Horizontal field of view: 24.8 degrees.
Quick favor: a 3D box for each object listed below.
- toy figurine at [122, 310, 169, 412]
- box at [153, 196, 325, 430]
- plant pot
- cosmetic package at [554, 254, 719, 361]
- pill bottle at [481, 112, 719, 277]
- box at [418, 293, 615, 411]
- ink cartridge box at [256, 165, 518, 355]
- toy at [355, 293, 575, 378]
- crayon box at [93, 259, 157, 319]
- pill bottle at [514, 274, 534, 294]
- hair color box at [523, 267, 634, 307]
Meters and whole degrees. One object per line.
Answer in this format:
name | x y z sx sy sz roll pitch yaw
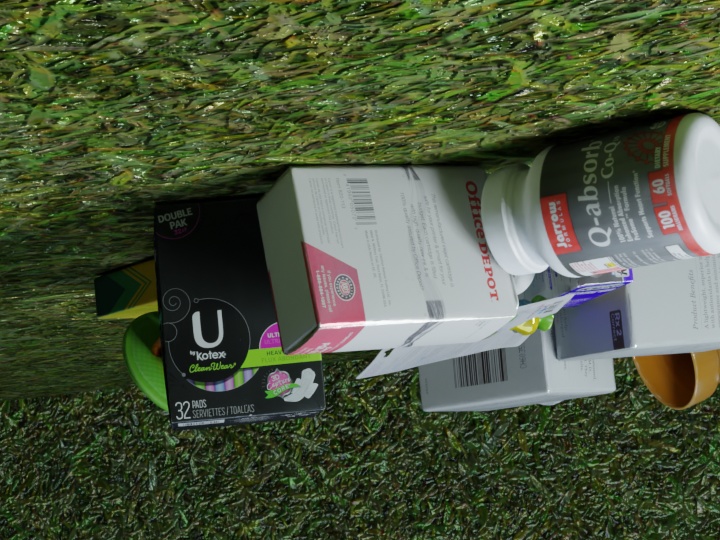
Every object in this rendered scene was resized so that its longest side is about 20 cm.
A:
toy figurine | -0.129 0.037 1.717 0.199 0.150 0.185 -25 157 -54
box | -0.116 0.041 1.539 0.147 0.203 0.124 -4 172 -7
plant pot | 0.598 0.118 2.869 0.182 0.202 0.200 -20 178 -22
cosmetic package | 0.327 0.005 1.773 0.198 0.167 0.165 -2 172 -22
pill bottle | 0.209 -0.057 1.377 0.198 0.117 0.115 -11 171 34
box | 0.175 0.056 1.910 0.198 0.203 0.130 -13 168 43
ink cartridge box | 0.023 -0.009 1.428 0.198 0.148 0.083 -2 160 -28
toy | 0.096 0.048 1.566 0.198 0.048 0.115 -6 155 -31
crayon box | -0.203 0.017 1.881 0.126 0.051 0.199 0 172 -39
pill bottle | 0.076 -0.015 1.617 0.198 0.113 0.110 0 171 -37
hair color box | 0.213 -0.026 1.652 0.064 0.111 0.200 -5 173 -8
